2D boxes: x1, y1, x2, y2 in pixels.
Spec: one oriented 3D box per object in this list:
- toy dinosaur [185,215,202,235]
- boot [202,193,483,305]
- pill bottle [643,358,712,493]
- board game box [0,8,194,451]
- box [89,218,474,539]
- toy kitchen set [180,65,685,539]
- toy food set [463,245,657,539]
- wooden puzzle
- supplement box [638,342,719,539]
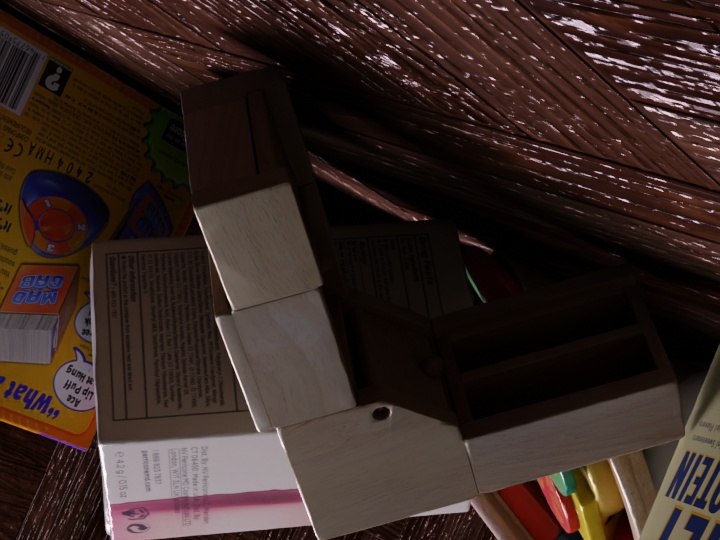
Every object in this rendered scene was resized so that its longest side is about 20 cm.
[{"bbox_3d":[-0.081,-0.034,1.151,0.102,0.077,0.200,25,-152,18],"label":"toy dinosaur"},{"bbox_3d":[0.000,0.000,1.021,0.150,0.074,0.200,24,180,19],"label":"boot"},{"bbox_3d":[0.204,0.110,0.976,0.112,0.113,0.200,24,176,-6],"label":"pill bottle"},{"bbox_3d":[-0.243,-0.042,0.977,0.199,0.201,0.200,19,173,44],"label":"board game box"},{"bbox_3d":[-0.041,0.058,0.895,0.198,0.129,0.109,-3,143,-7],"label":"box"},{"bbox_3d":[0.026,-0.024,0.753,0.164,0.179,0.201,-103,-3,-49],"label":"toy kitchen set"},{"bbox_3d":[0.105,0.076,0.920,0.200,0.048,0.199,-116,4,-47],"label":"toy food set"},{"bbox_3d":[0.131,0.159,1.033,0.185,0.037,0.200,31,-164,-33],"label":"wooden puzzle"},{"bbox_3d":[0.231,0.149,0.719,0.199,0.201,0.134,25,175,-14],"label":"supplement box"}]
